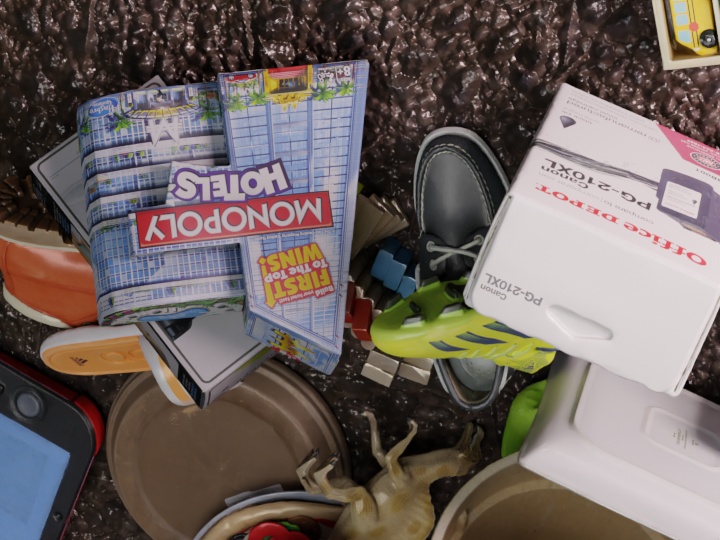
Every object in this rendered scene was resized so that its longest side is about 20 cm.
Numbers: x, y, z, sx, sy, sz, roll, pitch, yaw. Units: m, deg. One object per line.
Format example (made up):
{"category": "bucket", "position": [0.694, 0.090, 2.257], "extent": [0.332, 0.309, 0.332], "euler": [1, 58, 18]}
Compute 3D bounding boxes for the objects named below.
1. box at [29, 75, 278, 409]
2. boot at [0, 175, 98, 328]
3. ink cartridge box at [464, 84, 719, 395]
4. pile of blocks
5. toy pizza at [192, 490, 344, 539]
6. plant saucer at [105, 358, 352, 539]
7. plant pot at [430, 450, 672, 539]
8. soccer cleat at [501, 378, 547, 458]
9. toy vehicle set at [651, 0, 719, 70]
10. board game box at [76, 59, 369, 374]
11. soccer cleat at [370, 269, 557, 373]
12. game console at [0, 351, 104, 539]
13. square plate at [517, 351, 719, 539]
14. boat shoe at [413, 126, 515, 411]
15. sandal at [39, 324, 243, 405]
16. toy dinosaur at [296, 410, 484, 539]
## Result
{"category": "box", "position": [-0.124, -0.020, 1.443], "extent": [0.116, 0.060, 0.200], "euler": [-36, 82, -14]}
{"category": "boot", "position": [-0.176, 0.003, 1.532], "extent": [0.199, 0.075, 0.108], "euler": [15, 130, 10]}
{"category": "ink cartridge box", "position": [0.162, -0.024, 1.329], "extent": [0.144, 0.200, 0.085], "euler": [24, 119, 4]}
{"category": "pile of blocks", "position": [0.000, 0.000, 1.476], "extent": [0.082, 0.062, 0.200], "euler": [-29, 104, 26]}
{"category": "toy pizza", "position": [-0.041, 0.253, 1.599], "extent": [0.199, 0.032, 0.201], "euler": [2, 122, 3]}
{"category": "plant saucer", "position": [-0.105, 0.150, 1.596], "extent": [0.199, 0.029, 0.201], "euler": [6, 115, 13]}
{"category": "plant pot", "position": [0.131, 0.250, 1.468], "extent": [0.199, 0.201, 0.184], "euler": [24, 154, 4]}
{"category": "soccer cleat", "position": [0.195, 0.144, 1.491], "extent": [0.199, 0.068, 0.081], "euler": [26, 134, 6]}
{"category": "toy vehicle set", "position": [0.238, -0.231, 1.318], "extent": [0.123, 0.027, 0.201], "euler": [-6, 112, 19]}
{"category": "board game box", "position": [-0.080, -0.028, 1.387], "extent": [0.199, 0.062, 0.201], "euler": [-7, 75, -9]}
{"category": "soccer cleat", "position": [0.099, 0.039, 1.408], "extent": [0.199, 0.065, 0.084], "euler": [-14, 116, -26]}
{"category": "game console", "position": [-0.303, 0.151, 1.652], "extent": [0.176, 0.031, 0.201], "euler": [27, 118, 4]}
{"category": "square plate", "position": [0.211, 0.121, 1.392], "extent": [0.197, 0.200, 0.029], "euler": [24, 113, 4]}
{"category": "boat shoe", "position": [0.075, 0.001, 1.455], "extent": [0.075, 0.060, 0.201], "euler": [-8, 112, 19]}
{"category": "sandal", "position": [-0.141, 0.072, 1.524], "extent": [0.205, 0.060, 0.079], "euler": [-10, 153, 24]}
{"category": "toy dinosaur", "position": [0.002, 0.172, 1.518], "extent": [0.200, 0.058, 0.101], "euler": [-43, 103, 6]}
